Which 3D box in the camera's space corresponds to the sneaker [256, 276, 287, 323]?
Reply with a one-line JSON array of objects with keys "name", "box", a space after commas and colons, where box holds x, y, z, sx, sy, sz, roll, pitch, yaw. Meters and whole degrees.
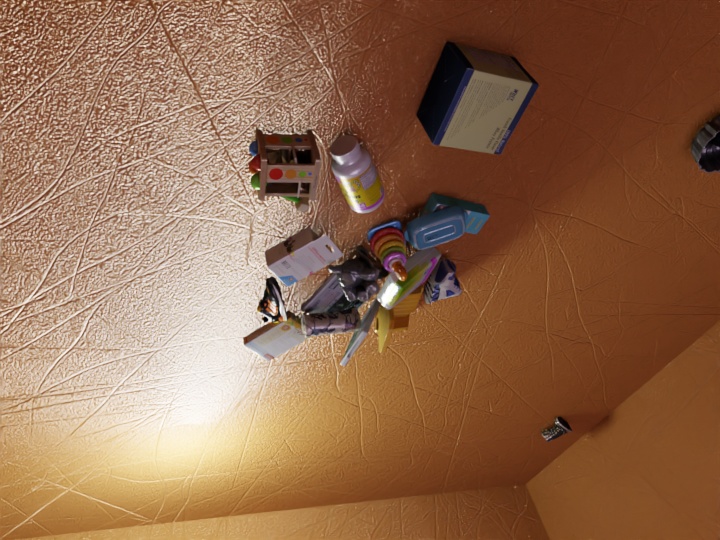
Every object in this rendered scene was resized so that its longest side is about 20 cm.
[{"name": "sneaker", "box": [-0.286, 0.103, 1.757, 0.089, 0.070, 0.201, -16, 141, -7]}]

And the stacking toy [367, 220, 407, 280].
[{"name": "stacking toy", "box": [0.097, -0.040, 1.640, 0.109, 0.201, 0.116, -20, 135, 1]}]

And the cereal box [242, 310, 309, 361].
[{"name": "cereal box", "box": [-0.281, 0.226, 1.920, 0.199, 0.040, 0.144, -30, 138, 13]}]

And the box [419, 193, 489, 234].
[{"name": "box", "box": [0.284, -0.168, 1.686, 0.199, 0.049, 0.082, 8, 133, -28]}]

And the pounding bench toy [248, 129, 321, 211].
[{"name": "pounding bench toy", "box": [-0.196, -0.228, 1.383, 0.155, 0.125, 0.201, -3, 137, -17]}]

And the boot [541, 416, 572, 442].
[{"name": "boot", "box": [1.089, 0.895, 3.148, 0.150, 0.073, 0.200, -35, 142, 18]}]

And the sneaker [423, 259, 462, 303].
[{"name": "sneaker", "box": [0.295, 0.034, 1.901, 0.114, 0.081, 0.200, -5, 145, -20]}]

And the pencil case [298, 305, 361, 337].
[{"name": "pencil case", "box": [-0.101, 0.168, 1.853, 0.199, 0.090, 0.078, -6, 129, -11]}]

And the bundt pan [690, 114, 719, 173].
[{"name": "bundt pan", "box": [1.104, -0.400, 1.712, 0.201, 0.076, 0.203, -10, 138, -9]}]

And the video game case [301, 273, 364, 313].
[{"name": "video game case", "box": [-0.069, 0.092, 1.864, 0.181, 0.023, 0.200, 22, 124, -37]}]

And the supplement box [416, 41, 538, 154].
[{"name": "supplement box", "box": [0.275, -0.409, 1.350, 0.199, 0.135, 0.201, 3, 135, -22]}]

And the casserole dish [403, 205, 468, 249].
[{"name": "casserole dish", "box": [0.227, -0.119, 1.652, 0.199, 0.039, 0.121, -18, 140, 2]}]

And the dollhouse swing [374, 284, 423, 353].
[{"name": "dollhouse swing", "box": [0.141, 0.163, 1.899, 0.181, 0.176, 0.201, -4, 137, -19]}]

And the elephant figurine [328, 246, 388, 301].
[{"name": "elephant figurine", "box": [0.000, 0.000, 1.723, 0.141, 0.200, 0.156, -9, 117, 12]}]

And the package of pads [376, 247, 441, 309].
[{"name": "package of pads", "box": [0.148, 0.021, 1.747, 0.200, 0.068, 0.155, -36, 164, -32]}]

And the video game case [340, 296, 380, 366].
[{"name": "video game case", "box": [0.004, 0.201, 1.892, 0.022, 0.200, 0.183, 30, 127, -3]}]

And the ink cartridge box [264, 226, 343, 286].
[{"name": "ink cartridge box", "box": [-0.164, -0.049, 1.636, 0.199, 0.068, 0.115, -28, 139, 11]}]

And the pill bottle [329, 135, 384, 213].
[{"name": "pill bottle", "box": [-0.011, -0.248, 1.446, 0.104, 0.105, 0.200, -23, 139, 5]}]
